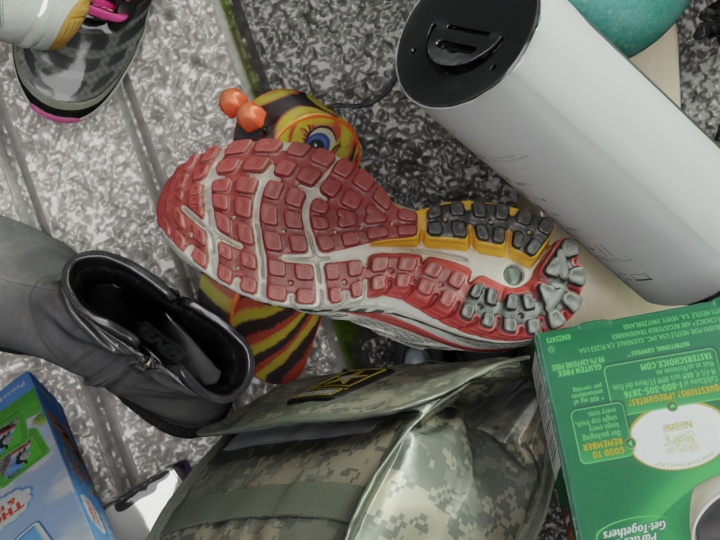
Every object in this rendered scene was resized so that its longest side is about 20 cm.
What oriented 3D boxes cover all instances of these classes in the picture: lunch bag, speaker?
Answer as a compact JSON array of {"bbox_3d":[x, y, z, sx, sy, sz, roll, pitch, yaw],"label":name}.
[{"bbox_3d":[-0.009,0.120,1.206,0.118,0.164,0.201,44,57,-28],"label":"lunch bag"},{"bbox_3d":[0.103,-0.061,1.180,0.200,0.081,0.081,37,90,-41],"label":"speaker"}]

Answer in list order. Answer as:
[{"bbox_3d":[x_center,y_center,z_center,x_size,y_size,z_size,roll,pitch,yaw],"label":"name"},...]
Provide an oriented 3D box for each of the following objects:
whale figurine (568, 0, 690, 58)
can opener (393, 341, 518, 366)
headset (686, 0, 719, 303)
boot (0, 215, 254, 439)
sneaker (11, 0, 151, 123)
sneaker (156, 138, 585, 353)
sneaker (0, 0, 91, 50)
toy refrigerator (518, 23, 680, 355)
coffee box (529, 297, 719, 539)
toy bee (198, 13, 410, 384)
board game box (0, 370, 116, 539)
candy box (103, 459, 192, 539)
[{"bbox_3d":[0.086,-0.185,1.198,0.158,0.104,0.201,-21,114,9],"label":"whale figurine"},{"bbox_3d":[0.036,0.073,1.311,0.078,0.063,0.201,4,91,21],"label":"can opener"},{"bbox_3d":[0.216,-0.042,1.292,0.123,0.094,0.201,-25,101,-3],"label":"headset"},{"bbox_3d":[-0.142,0.011,1.278,0.199,0.132,0.070,24,76,0],"label":"boot"},{"bbox_3d":[-0.127,-0.173,1.303,0.073,0.087,0.201,21,90,-7],"label":"sneaker"},{"bbox_3d":[0.000,0.000,1.200,0.199,0.082,0.078,17,70,-3],"label":"sneaker"},{"bbox_3d":[-0.202,-0.195,1.273,0.076,0.087,0.201,-57,48,35],"label":"sneaker"},{"bbox_3d":[0.122,-0.022,1.310,0.075,0.070,0.201,-3,90,-6],"label":"toy refrigerator"},{"bbox_3d":[0.152,0.116,1.145,0.122,0.044,0.201,-11,72,-6],"label":"coffee box"},{"bbox_3d":[-0.040,-0.048,1.291,0.108,0.131,0.201,19,82,-40],"label":"toy bee"},{"bbox_3d":[-0.194,0.148,1.255,0.151,0.200,0.037,-37,121,1],"label":"board game box"},{"bbox_3d":[-0.131,0.219,1.311,0.199,0.072,0.168,-32,89,1],"label":"candy box"}]
